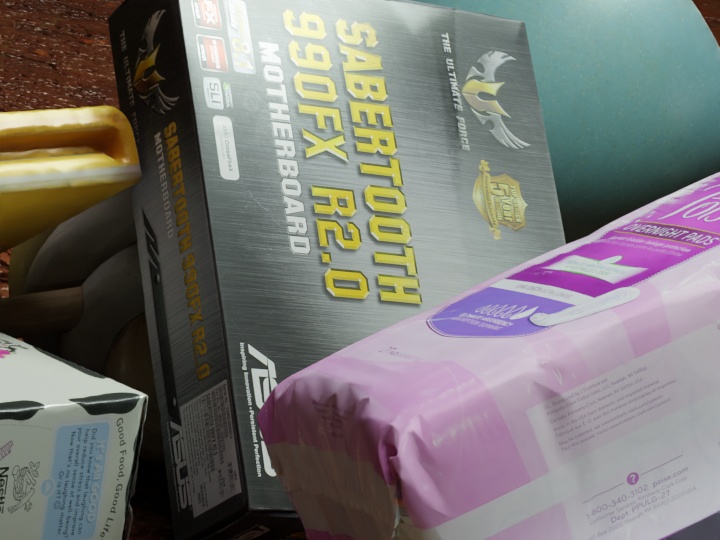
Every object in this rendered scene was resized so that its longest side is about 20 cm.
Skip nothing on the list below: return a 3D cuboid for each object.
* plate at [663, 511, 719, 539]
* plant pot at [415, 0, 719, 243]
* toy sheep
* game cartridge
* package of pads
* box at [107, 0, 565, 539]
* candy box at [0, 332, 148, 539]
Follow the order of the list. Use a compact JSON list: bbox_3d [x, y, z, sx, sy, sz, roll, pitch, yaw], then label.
[{"bbox_3d":[0.136,0.074,0.881,0.200,0.032,0.200,-19,13,4],"label":"plate"},{"bbox_3d":[0.073,-0.079,1.507,0.200,0.200,0.135,22,55,40],"label":"plant pot"},{"bbox_3d":[-0.072,0.001,1.109,0.138,0.138,0.200,8,37,-11],"label":"toy sheep"},{"bbox_3d":[-0.202,-0.008,1.015,0.176,0.032,0.200,-7,-10,-46],"label":"game cartridge"},{"bbox_3d":[0.080,0.033,0.897,0.200,0.076,0.121,-24,15,-17],"label":"package of pads"},{"bbox_3d":[0.000,0.000,1.035,0.158,0.200,0.048,6,-24,-35],"label":"box"},{"bbox_3d":[-0.187,0.055,0.933,0.200,0.061,0.136,-4,17,-45],"label":"candy box"}]
